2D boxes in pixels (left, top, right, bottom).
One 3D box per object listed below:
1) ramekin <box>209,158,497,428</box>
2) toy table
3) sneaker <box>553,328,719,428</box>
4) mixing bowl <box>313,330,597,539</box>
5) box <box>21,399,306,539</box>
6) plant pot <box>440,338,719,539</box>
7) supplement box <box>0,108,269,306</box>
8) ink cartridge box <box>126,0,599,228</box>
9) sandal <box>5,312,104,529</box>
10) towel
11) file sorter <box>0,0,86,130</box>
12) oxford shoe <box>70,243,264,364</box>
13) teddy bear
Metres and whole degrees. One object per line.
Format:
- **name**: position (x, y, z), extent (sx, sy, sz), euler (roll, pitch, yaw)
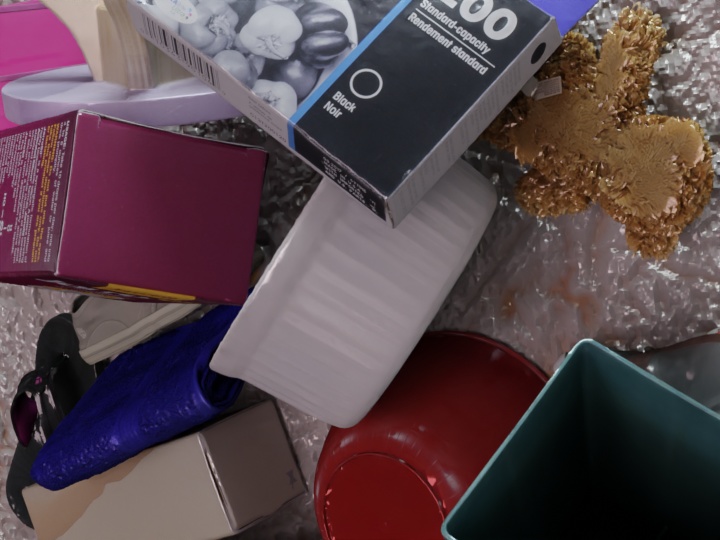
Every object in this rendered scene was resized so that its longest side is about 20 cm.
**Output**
- **ramekin**: position (0.000, 0.000, 0.964), extent (0.098, 0.201, 0.201), euler (32, 121, -1)
- **toy table**: position (-0.145, -0.165, 1.040), extent (0.199, 0.184, 0.118), euler (-5, 110, -5)
- **sneaker**: position (0.209, 0.069, 0.931), extent (0.200, 0.077, 0.082), euler (17, 75, 41)
- **mixing bowl**: position (0.044, 0.150, 1.028), extent (0.199, 0.108, 0.201), euler (10, 108, 31)
- **box**: position (-0.149, 0.167, 1.175), extent (0.199, 0.095, 0.078), euler (-21, 90, 35)
- **plant pot**: position (0.150, 0.171, 0.904), extent (0.141, 0.141, 0.200), euler (31, 158, 24)
- **supplement box**: position (-0.165, -0.035, 1.015), extent (0.200, 0.130, 0.104), euler (-1, 80, 60)
- **ink cartridge box**: position (0.007, -0.156, 0.889), extent (0.198, 0.200, 0.043), euler (38, 163, 16)
- **sandal**: position (-0.253, 0.130, 1.263), extent (0.075, 0.048, 0.201), euler (29, 118, 25)
- **towel**: position (-0.140, 0.078, 1.111), extent (0.200, 0.148, 0.050), euler (-29, 102, 37)
- **file sorter**: position (-0.266, -0.096, 1.160), extent (0.139, 0.125, 0.201), euler (-1, 102, 38)
- **oxford shoe**: position (-0.150, 0.015, 1.147), extent (0.200, 0.075, 0.058), euler (-24, 92, 41)
- **teddy bear**: position (0.133, -0.092, 0.939), extent (0.199, 0.067, 0.146), euler (18, 103, 36)
